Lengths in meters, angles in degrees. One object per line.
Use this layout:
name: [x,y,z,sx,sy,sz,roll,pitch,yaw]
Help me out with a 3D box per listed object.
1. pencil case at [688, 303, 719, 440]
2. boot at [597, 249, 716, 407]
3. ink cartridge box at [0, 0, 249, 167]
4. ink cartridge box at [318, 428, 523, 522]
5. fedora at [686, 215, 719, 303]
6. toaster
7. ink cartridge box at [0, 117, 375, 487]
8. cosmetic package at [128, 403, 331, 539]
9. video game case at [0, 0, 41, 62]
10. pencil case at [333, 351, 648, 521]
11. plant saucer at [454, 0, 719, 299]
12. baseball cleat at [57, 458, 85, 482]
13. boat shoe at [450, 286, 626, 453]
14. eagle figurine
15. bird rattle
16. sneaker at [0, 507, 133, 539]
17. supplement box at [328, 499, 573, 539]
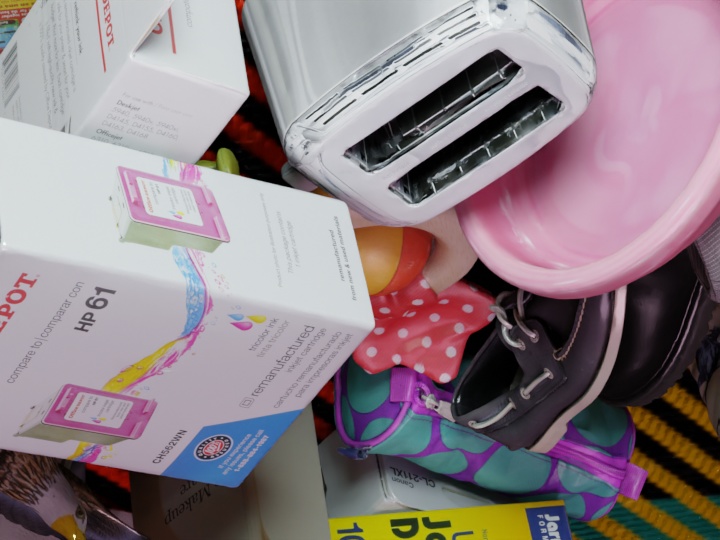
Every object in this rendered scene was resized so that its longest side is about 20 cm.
pencil case: [0.252,0.099,1.404,0.077,0.201,0.090,-26,133,12]
boot: [0.128,-0.011,1.336,0.157,0.080,0.212,3,128,-26]
ink cartridge box: [-0.115,-0.096,1.126,0.066,0.117,0.200,17,133,-30]
ink cartridge box: [0.009,0.188,1.542,0.145,0.083,0.200,21,131,-32]
fedora: [0.202,-0.060,1.214,0.089,0.202,0.177,-12,149,13]
toaster: [0.037,-0.115,1.156,0.199,0.130,0.113,-32,137,23]
ink cartridge box: [-0.117,0.019,1.107,0.199,0.085,0.145,13,135,-30]
cosmetic package: [-0.078,0.142,1.376,0.071,0.201,0.105,27,127,-36]
video game case: [-0.134,-0.145,1.168,0.142,0.018,0.201,-5,140,-7]
pencil case: [0.078,0.095,1.445,0.199,0.092,0.086,19,89,-33]
plant saucer: [0.130,-0.079,1.166,0.051,0.202,0.200,22,130,-39]
baseball cleat: [-0.161,0.072,1.378,0.105,0.070,0.201,-9,141,-2]
boat shoe: [0.098,0.041,1.288,0.062,0.073,0.200,10,148,-8]
eagle figurine: [-0.178,0.093,1.282,0.151,0.152,0.200,-9,178,29]
bird rattle: [0.000,0.000,1.278,0.199,0.114,0.163,16,148,-24]
sneaker: [-0.220,0.171,1.486,0.088,0.076,0.200,-21,142,30]
supplement box: [0.034,0.223,1.438,0.198,0.109,0.110,-4,140,-8]
